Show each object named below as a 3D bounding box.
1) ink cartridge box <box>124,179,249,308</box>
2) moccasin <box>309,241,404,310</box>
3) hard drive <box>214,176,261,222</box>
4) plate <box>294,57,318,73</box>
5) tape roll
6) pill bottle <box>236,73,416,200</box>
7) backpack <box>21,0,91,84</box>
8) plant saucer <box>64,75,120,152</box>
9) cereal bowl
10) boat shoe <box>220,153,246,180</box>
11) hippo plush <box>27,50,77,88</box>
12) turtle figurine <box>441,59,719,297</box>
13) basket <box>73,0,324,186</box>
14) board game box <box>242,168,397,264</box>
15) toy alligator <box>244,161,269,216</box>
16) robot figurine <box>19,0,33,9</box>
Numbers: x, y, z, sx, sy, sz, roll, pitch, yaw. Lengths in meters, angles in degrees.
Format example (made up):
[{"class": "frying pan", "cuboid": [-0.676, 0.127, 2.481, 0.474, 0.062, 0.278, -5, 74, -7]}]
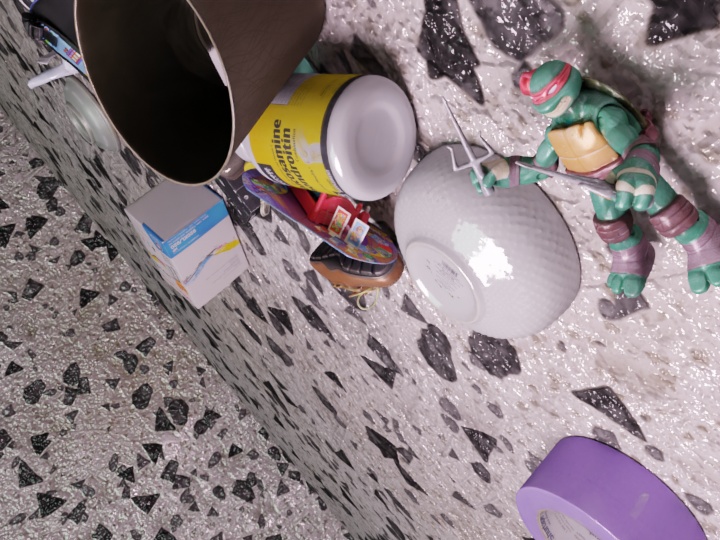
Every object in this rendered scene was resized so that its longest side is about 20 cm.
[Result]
[{"class": "ink cartridge box", "cuboid": [-0.338, -0.061, 1.301, 0.146, 0.144, 0.202, 34, 153, 32]}, {"class": "moccasin", "cuboid": [-0.001, 0.001, 0.856, 0.078, 0.074, 0.200, 48, 157, -20]}, {"class": "hard drive", "cuboid": [-0.222, -0.172, 1.025, 0.201, 0.038, 0.140, 53, 168, -5]}, {"class": "plate", "cuboid": [-0.095, -0.199, 0.791, 0.199, 0.025, 0.201, 40, 156, 22]}, {"class": "tape roll", "cuboid": [0.282, 0.296, 0.753, 0.199, 0.085, 0.201, 40, 154, 24]}, {"class": "pill bottle", "cuboid": [-0.048, -0.138, 0.659, 0.198, 0.112, 0.113, 17, 141, 44]}, {"class": "backpack", "cuboid": [-0.214, -0.243, 0.691, 0.180, 0.136, 0.201, -8, 135, 39]}, {"class": "plant saucer", "cuboid": [-0.653, -0.361, 1.566, 0.200, 0.050, 0.201, 42, 156, 23]}, {"class": "cereal bowl", "cuboid": [0.102, -0.012, 0.626, 0.200, 0.083, 0.201, 42, 157, 23]}, {"class": "boat shoe", "cuboid": [-0.180, -0.187, 0.886, 0.073, 0.074, 0.202, 46, -166, -49]}, {"class": "hippo plush", "cuboid": [-0.293, -0.284, 0.862, 0.160, 0.202, 0.158, 40, 150, -24]}, {"class": "turtle figurine", "cuboid": [0.153, -0.066, 0.430, 0.199, 0.101, 0.150, 42, 176, -19]}, {"class": "basket", "cuboid": [-0.120, -0.204, 0.566, 0.133, 0.201, 0.183, 6, 130, 23]}, {"class": "board game box", "cuboid": [-0.035, -0.080, 0.745, 0.198, 0.039, 0.158, 34, -161, 9]}, {"class": "toy alligator", "cuboid": [-0.113, -0.140, 0.819, 0.053, 0.060, 0.202, 2, 144, 5]}, {"class": "robot figurine", "cuboid": [-0.438, -0.434, 0.960, 0.124, 0.153, 0.199, 20, -178, -42]}]
